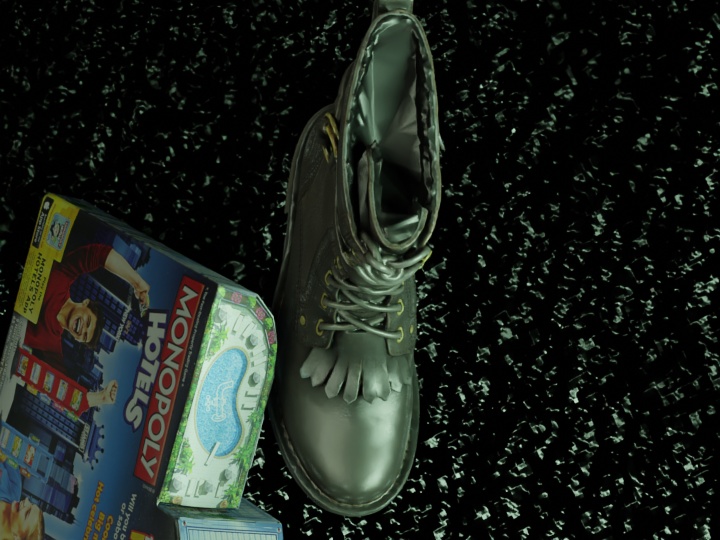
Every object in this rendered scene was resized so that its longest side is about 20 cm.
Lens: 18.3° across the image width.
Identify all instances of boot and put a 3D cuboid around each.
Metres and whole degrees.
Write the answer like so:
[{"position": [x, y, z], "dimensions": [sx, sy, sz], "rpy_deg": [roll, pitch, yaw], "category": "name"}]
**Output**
[{"position": [0.000, 0.000, 0.909], "dimensions": [0.068, 0.174, 0.202], "rpy_deg": [-1, 85, -7], "category": "boot"}]

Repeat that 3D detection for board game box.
[{"position": [-0.093, 0.090, 0.989], "dimensions": [0.199, 0.061, 0.202], "rpy_deg": [26, 103, 48], "category": "board game box"}]
